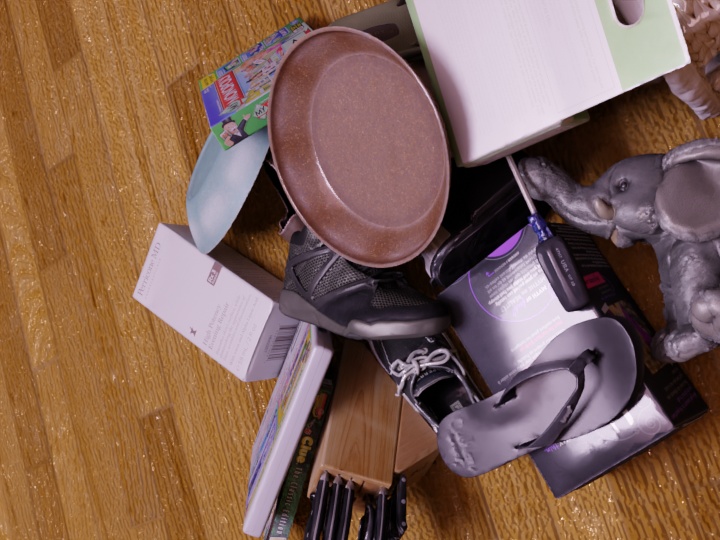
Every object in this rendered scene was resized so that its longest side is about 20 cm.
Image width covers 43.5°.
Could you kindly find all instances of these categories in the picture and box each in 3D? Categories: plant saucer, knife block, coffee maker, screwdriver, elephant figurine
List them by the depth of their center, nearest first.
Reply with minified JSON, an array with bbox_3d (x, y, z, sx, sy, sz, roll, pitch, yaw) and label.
[{"bbox_3d":[0.250,-0.040,0.707,0.141,0.155,0.200,-40,72,54],"label":"elephant figurine"},{"bbox_3d":[0.128,-0.058,0.715,0.029,0.028,0.200,-31,80,22],"label":"screwdriver"},{"bbox_3d":[0.003,-0.102,0.744,0.200,0.037,0.201,24,127,36],"label":"plant saucer"},{"bbox_3d":[0.080,-0.114,0.829,0.200,0.135,0.192,47,112,25],"label":"coffee maker"},{"bbox_3d":[-0.019,0.180,0.858,0.200,0.175,0.064,50,141,25],"label":"knife block"},{"bbox_3d":[-0.147,-0.117,0.970,0.201,0.039,0.201,-49,27,36],"label":"plant saucer"}]

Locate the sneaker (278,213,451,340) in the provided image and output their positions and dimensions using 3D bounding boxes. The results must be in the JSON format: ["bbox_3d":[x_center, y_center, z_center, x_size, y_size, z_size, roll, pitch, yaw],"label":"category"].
[{"bbox_3d":[0.000,0.000,0.816,0.199,0.076,0.115,15,106,48],"label":"sneaker"}]

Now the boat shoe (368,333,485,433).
[{"bbox_3d":[0.064,0.102,0.861,0.074,0.068,0.200,-34,70,6],"label":"boat shoe"}]

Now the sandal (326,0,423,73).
[{"bbox_3d":[0.061,-0.223,0.759,0.201,0.057,0.080,-24,59,-4],"label":"sandal"}]

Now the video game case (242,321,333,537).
[{"bbox_3d":[-0.073,0.138,0.916,0.022,0.182,0.200,20,102,-8],"label":"video game case"}]

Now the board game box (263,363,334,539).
[{"bbox_3d":[-0.066,0.193,0.941,0.023,0.105,0.200,16,102,-4],"label":"board game box"}]

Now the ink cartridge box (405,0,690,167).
[{"bbox_3d":[0.132,-0.174,0.645,0.200,0.048,0.146,-20,85,43],"label":"ink cartridge box"}]

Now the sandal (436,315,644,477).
[{"bbox_3d":[0.138,0.109,0.709,0.200,0.043,0.076,-42,68,29],"label":"sandal"}]

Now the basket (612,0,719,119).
[{"bbox_3d":[0.258,-0.252,0.679,0.161,0.198,0.200,-36,69,23],"label":"basket"}]

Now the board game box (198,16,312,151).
[{"bbox_3d":[-0.096,-0.194,0.913,0.134,0.029,0.200,-31,27,1],"label":"board game box"}]

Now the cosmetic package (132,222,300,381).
[{"bbox_3d":[-0.161,0.032,1.024,0.200,0.074,0.102,30,104,30],"label":"cosmetic package"}]

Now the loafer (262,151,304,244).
[{"bbox_3d":[-0.052,-0.040,0.928,0.200,0.071,0.073,70,158,1],"label":"loafer"}]

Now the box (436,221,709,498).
[{"bbox_3d":[0.179,0.071,0.772,0.122,0.106,0.200,-40,68,28],"label":"box"}]

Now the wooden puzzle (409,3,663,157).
[{"bbox_3d":[0.133,-0.195,0.786,0.200,0.037,0.185,-19,59,-2],"label":"wooden puzzle"}]
